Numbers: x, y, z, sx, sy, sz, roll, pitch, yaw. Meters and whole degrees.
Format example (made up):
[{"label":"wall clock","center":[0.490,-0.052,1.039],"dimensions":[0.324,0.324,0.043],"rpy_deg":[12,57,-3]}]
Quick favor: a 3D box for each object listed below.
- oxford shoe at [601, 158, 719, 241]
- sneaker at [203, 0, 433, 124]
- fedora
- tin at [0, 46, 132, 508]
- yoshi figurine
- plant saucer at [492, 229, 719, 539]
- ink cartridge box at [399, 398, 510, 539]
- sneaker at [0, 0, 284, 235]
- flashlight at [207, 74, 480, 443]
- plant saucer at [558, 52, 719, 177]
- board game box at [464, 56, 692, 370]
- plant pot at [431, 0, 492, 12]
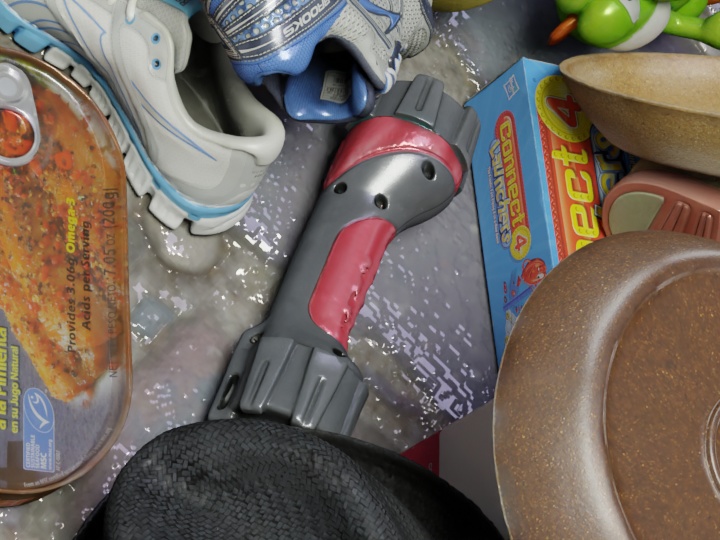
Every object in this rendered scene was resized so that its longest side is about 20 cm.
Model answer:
[{"label":"oxford shoe","center":[0.221,-0.014,0.903],"dimensions":[0.199,0.071,0.074],"rpy_deg":[26,45,14]},{"label":"sneaker","center":[-0.017,-0.103,0.839],"dimensions":[0.200,0.077,0.086],"rpy_deg":[2,71,-66]},{"label":"fedora","center":[-0.033,0.121,0.708],"dimensions":[0.199,0.092,0.202],"rpy_deg":[-5,52,6]},{"label":"tin","center":[-0.155,0.001,0.781],"dimensions":[0.111,0.042,0.201],"rpy_deg":[12,62,-33]},{"label":"yoshi figurine","center":[0.165,-0.170,0.992],"dimensions":[0.112,0.113,0.200],"rpy_deg":[18,24,15]},{"label":"plant saucer","center":[0.140,0.074,0.690],"dimensions":[0.199,0.034,0.202],"rpy_deg":[13,65,-29]},{"label":"ink cartridge box","center":[0.124,0.101,0.813],"dimensions":[0.144,0.200,0.085],"rpy_deg":[15,61,-27]},{"label":"sneaker","center":[-0.102,-0.115,0.841],"dimensions":[0.200,0.087,0.075],"rpy_deg":[49,53,-2]},{"label":"flashlight","center":[0.000,0.000,0.866],"dimensions":[0.068,0.068,0.201],"rpy_deg":[39,51,-25]},{"label":"plant saucer","center":[0.194,-0.073,0.907],"dimensions":[0.199,0.200,0.036],"rpy_deg":[-5,108,-35]},{"label":"board game box","center":[0.159,0.003,0.976],"dimensions":[0.195,0.056,0.201],"rpy_deg":[8,64,-31]},{"label":"plant pot","center":[0.037,-0.216,0.934],"dimensions":[0.142,0.199,0.201],"rpy_deg":[53,47,-28]}]
